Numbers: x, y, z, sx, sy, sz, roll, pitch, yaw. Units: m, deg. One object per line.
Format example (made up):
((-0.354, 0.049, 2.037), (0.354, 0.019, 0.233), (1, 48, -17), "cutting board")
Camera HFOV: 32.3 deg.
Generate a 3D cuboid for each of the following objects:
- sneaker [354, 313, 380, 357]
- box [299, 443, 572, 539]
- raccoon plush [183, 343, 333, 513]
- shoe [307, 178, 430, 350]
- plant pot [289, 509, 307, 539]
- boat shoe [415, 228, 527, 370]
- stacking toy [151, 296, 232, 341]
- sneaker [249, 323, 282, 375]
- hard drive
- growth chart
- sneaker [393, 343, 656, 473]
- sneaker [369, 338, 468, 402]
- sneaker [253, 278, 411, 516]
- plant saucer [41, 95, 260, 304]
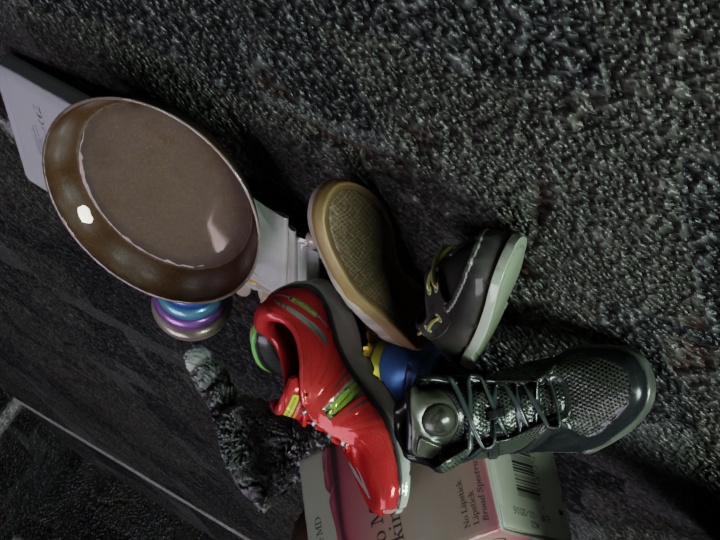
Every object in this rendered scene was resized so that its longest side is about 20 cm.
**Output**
((0.003, 0.084, 1.128), (0.200, 0.070, 0.090), (44, 162, -17), "sneaker")
((0.059, 0.192, 1.039), (0.199, 0.130, 0.108), (-29, 147, 32), "box")
((-0.076, 0.136, 1.202), (0.202, 0.133, 0.097), (60, -176, 0), "raccoon plush")
((0.000, 0.000, 0.944), (0.053, 0.071, 0.201), (11, 152, 32), "shoe")
((0.025, 0.335, 1.547), (0.186, 0.188, 0.200), (36, 146, -1), "plant pot")
((0.071, 0.017, 0.864), (0.060, 0.072, 0.202), (28, 162, 8), "boat shoe")
((-0.168, -0.007, 1.205), (0.085, 0.086, 0.201), (31, 156, 11), "stacking toy")
((-0.029, 0.090, 1.211), (0.083, 0.078, 0.199), (3, 153, 47), "sneaker")
((-0.247, -0.102, 1.108), (0.199, 0.027, 0.133), (30, 141, 34), "hard drive")
((-0.109, -0.035, 1.050), (0.199, 0.018, 0.145), (36, 146, 13), "growth chart")
((0.105, 0.101, 0.874), (0.197, 0.078, 0.114), (-12, 176, 34), "sneaker")
((0.081, 0.131, 1.117), (0.078, 0.066, 0.201), (12, 149, 41), "sneaker")
((-0.028, 0.107, 0.983), (0.202, 0.084, 0.077), (64, 149, 13), "sneaker")
((-0.164, -0.061, 1.006), (0.197, 0.035, 0.202), (15, 134, 16), "plant saucer")
